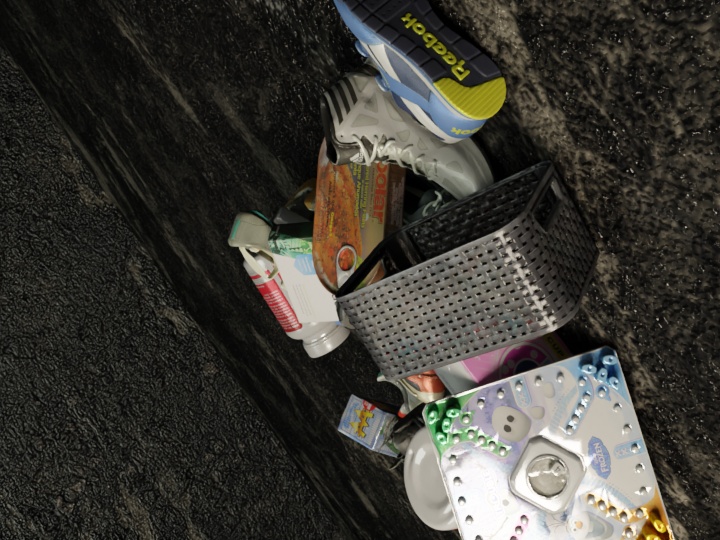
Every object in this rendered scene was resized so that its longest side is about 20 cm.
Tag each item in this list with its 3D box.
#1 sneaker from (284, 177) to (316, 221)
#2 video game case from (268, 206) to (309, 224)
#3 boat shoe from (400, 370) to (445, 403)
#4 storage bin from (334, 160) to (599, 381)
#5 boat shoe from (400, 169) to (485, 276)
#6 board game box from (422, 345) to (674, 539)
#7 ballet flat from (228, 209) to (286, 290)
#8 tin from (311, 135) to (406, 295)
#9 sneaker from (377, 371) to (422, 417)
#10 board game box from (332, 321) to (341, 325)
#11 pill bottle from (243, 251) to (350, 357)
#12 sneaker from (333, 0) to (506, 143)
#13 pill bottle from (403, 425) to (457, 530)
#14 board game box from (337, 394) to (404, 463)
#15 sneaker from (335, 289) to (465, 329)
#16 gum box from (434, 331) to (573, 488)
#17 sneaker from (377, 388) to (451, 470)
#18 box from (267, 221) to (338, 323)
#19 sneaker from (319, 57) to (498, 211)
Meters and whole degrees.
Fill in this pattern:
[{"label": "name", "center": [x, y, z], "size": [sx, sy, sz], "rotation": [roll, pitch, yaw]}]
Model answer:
[{"label": "sneaker", "center": [-0.032, -0.084, 1.017], "size": [0.088, 0.076, 0.199], "rotation": [43, 167, -15]}, {"label": "video game case", "center": [-0.049, -0.016, 1.084], "size": [0.197, 0.022, 0.182], "rotation": [28, 163, -12]}, {"label": "boat shoe", "center": [0.055, 0.099, 0.917], "size": [0.200, 0.070, 0.064], "rotation": [-150, 56, -70]}, {"label": "storage bin", "center": [0.092, 0.003, 0.667], "size": [0.198, 0.135, 0.095], "rotation": [-25, 105, 38]}, {"label": "boat shoe", "center": [0.072, -0.057, 0.806], "size": [0.200, 0.072, 0.063], "rotation": [40, 158, 47]}, {"label": "board game box", "center": [0.180, 0.199, 0.734], "size": [0.026, 0.196, 0.204], "rotation": [-21, -87, -84]}, {"label": "ballet flat", "center": [-0.102, -0.007, 1.031], "size": [0.067, 0.065, 0.199], "rotation": [5, 155, 46]}, {"label": "tin", "center": [-0.001, -0.072, 0.828], "size": [0.111, 0.041, 0.205], "rotation": [3, 88, 49]}, {"label": "sneaker", "center": [0.105, 0.201, 1.106], "size": [0.200, 0.093, 0.071], "rotation": [49, 160, 13]}, {"label": "board game box", "center": [0.013, -0.003, 0.982], "size": [0.154, 0.039, 0.203], "rotation": [4, 135, 5]}, {"label": "pill bottle", "center": [-0.101, 0.039, 1.279], "size": [0.202, 0.112, 0.112], "rotation": [59, 159, -14]}, {"label": "sneaker", "center": [0.038, -0.192, 0.668], "size": [0.201, 0.073, 0.082], "rotation": [52, 162, 9]}, {"label": "pill bottle", "center": [0.155, 0.227, 0.874], "size": [0.111, 0.197, 0.115], "rotation": [-10, 78, 53]}, {"label": "board game box", "center": [0.076, 0.254, 1.133], "size": [0.197, 0.063, 0.199], "rotation": [23, -179, -28]}, {"label": "sneaker", "center": [0.044, 0.024, 0.862], "size": [0.197, 0.084, 0.071], "rotation": [-23, 128, 35]}, {"label": "gum box", "center": [0.169, 0.122, 0.803], "size": [0.201, 0.113, 0.066], "rotation": [53, 154, 2]}, {"label": "sneaker", "center": [0.086, 0.196, 0.950], "size": [0.060, 0.104, 0.200], "rotation": [50, 160, 5]}, {"label": "box", "center": [0.000, 0.000, 0.931], "size": [0.195, 0.037, 0.146], "rotation": [-5, 133, 14]}, {"label": "sneaker", "center": [0.035, -0.110, 0.740], "size": [0.201, 0.115, 0.076], "rotation": [47, 159, 16]}]
